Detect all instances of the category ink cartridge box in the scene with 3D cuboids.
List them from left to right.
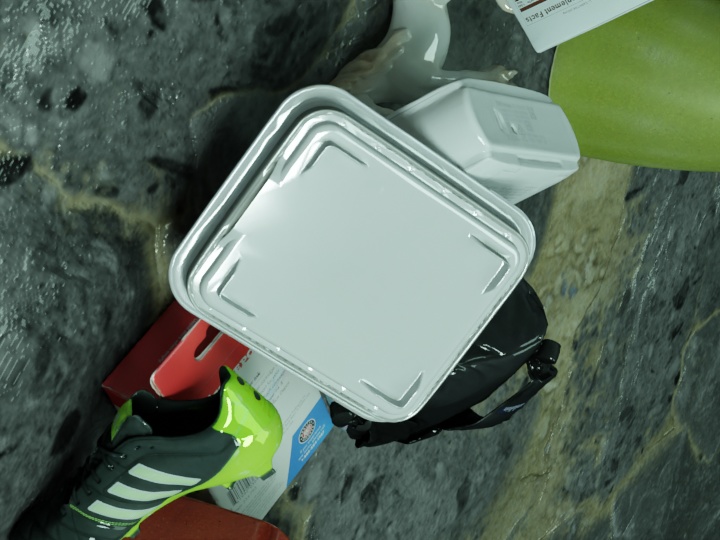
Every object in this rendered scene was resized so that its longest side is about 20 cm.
[{"bbox_3d":[-0.098,0.081,1.144,0.116,0.067,0.200,-51,145,-25],"label":"ink cartridge box"}]

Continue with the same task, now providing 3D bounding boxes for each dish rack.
[{"bbox_3d":[0.000,0.000,1.043,0.200,0.044,0.172,33,102,-21],"label":"dish rack"}]

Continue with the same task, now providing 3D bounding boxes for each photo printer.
[{"bbox_3d":[0.033,-0.058,1.160,0.166,0.200,0.070,-2,68,-59],"label":"photo printer"}]

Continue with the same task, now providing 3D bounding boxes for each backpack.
[{"bbox_3d":[0.040,0.058,1.217,0.166,0.127,0.200,-10,165,-11],"label":"backpack"}]

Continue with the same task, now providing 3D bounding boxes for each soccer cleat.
[{"bbox_3d":[-0.144,0.122,1.047,0.200,0.068,0.081,-28,120,12],"label":"soccer cleat"}]

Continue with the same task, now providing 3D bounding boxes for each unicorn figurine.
[{"bbox_3d":[0.048,-0.158,1.196,0.074,0.137,0.201,134,-34,-70],"label":"unicorn figurine"}]

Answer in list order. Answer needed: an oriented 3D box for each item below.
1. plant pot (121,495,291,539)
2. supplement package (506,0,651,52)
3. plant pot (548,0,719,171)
[{"bbox_3d":[-0.122,0.252,1.115,0.177,0.199,0.200,-67,150,-20],"label":"plant pot"},{"bbox_3d":[0.171,-0.295,1.157,0.191,0.147,0.200,-40,103,-37],"label":"supplement package"},{"bbox_3d":[0.298,-0.161,1.461,0.187,0.200,0.188,-35,136,-42],"label":"plant pot"}]
